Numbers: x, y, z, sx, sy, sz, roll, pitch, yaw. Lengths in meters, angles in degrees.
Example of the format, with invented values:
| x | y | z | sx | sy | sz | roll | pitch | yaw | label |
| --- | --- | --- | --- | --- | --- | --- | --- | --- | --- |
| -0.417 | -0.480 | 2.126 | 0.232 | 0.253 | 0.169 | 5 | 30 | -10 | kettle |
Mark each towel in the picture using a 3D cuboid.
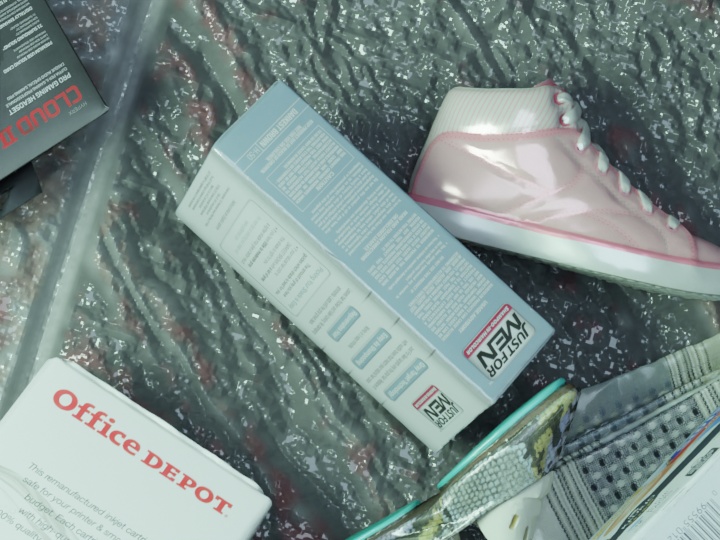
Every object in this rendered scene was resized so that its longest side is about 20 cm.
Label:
| x | y | z | sx | sy | sz | roll | pitch | yaw | label |
| --- | --- | --- | --- | --- | --- | --- | --- | --- | --- |
| 0.187 | 0.147 | 1.351 | 0.192 | 0.035 | 0.201 | -25 | 84 | -7 | towel |

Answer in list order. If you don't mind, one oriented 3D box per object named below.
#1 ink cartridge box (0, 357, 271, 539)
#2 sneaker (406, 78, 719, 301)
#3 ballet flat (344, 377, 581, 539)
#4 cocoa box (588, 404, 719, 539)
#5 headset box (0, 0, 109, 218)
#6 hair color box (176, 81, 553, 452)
| x | y | z | sx | sy | sz | roll | pitch | yaw | label |
| --- | --- | --- | --- | --- | --- | --- | --- | --- | --- |
| -0.161 | 0.169 | 1.259 | 0.145 | 0.084 | 0.200 | 33 | 59 | 3 | ink cartridge box |
| 0.128 | -0.049 | 1.351 | 0.199 | 0.075 | 0.105 | 15 | 86 | 2 | sneaker |
| 0.053 | 0.140 | 1.307 | 0.200 | 0.072 | 0.072 | -37 | 86 | 13 | ballet flat |
| 0.234 | 0.131 | 1.281 | 0.200 | 0.131 | 0.133 | -44 | 90 | -11 | cocoa box |
| -0.243 | -0.114 | 1.292 | 0.149 | 0.077 | 0.200 | -34 | 104 | -23 | headset box |
| 0.000 | 0.000 | 1.310 | 0.200 | 0.099 | 0.061 | 43 | 65 | 2 | hair color box |
